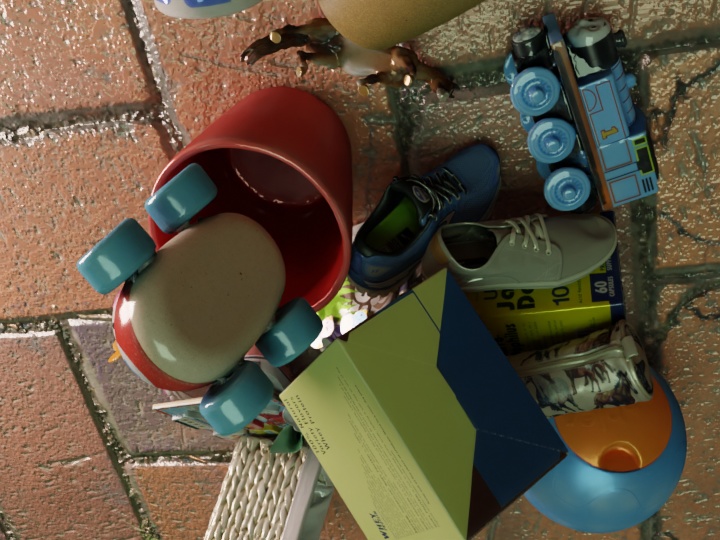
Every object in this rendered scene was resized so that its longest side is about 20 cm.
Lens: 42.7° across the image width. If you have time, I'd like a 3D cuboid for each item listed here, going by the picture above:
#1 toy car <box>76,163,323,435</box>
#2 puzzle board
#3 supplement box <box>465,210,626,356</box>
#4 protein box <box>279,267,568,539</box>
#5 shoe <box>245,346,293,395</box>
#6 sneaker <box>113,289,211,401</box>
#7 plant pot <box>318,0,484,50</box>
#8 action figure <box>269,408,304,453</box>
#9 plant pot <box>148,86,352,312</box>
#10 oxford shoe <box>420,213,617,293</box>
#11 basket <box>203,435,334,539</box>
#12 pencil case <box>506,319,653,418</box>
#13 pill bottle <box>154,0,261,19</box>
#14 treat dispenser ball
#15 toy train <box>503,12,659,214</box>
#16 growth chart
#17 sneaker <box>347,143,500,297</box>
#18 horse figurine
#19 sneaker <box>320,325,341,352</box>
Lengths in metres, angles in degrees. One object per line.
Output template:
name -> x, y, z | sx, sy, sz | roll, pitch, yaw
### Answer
toy car -> -0.172, 0.047, 0.817 | 0.199, 0.177, 0.185 | -29, 106, 41
puzzle board -> -0.144, 0.185, 1.147 | 0.148, 0.018, 0.200 | -10, 157, 17
supplement box -> 0.171, 0.022, 0.960 | 0.196, 0.111, 0.110 | -7, 148, 15
protein box -> 0.050, 0.143, 0.870 | 0.200, 0.134, 0.200 | 56, 152, 7
shoe -> -0.113, 0.113, 1.127 | 0.070, 0.093, 0.201 | -6, 154, 6
sneaker -> -0.209, 0.093, 1.121 | 0.087, 0.082, 0.201 | -22, 119, 26
plant pot -> 0.052, -0.280, 0.761 | 0.185, 0.188, 0.200 | 35, 139, -15
action figure -> -0.047, 0.151, 1.075 | 0.117, 0.200, 0.055 | -27, 90, 3
plant pot -> -0.090, -0.080, 0.914 | 0.196, 0.179, 0.203 | 6, 127, 7
oxford shoe -> 0.154, -0.023, 0.873 | 0.196, 0.076, 0.058 | -8, 141, -9
basket -> -0.120, 0.330, 1.191 | 0.121, 0.203, 0.136 | 12, 148, 11
pencil case -> 0.192, 0.107, 0.916 | 0.198, 0.079, 0.089 | -19, 156, 32
pill bottle -> -0.143, -0.331, 0.784 | 0.111, 0.115, 0.203 | 0, 126, 10
treat dispenser ball -> 0.258, 0.185, 1.023 | 0.197, 0.202, 0.204 | 5, 126, 7
toy train -> 0.209, -0.147, 0.871 | 0.112, 0.087, 0.202 | -19, 121, 13
growth chart -> 0.000, 0.000, 0.986 | 0.198, 0.147, 0.018 | -23, 143, 27
sneaker -> 0.068, -0.059, 0.900 | 0.078, 0.200, 0.090 | 42, 161, 17
horse figurine -> -0.008, -0.198, 0.863 | 0.197, 0.133, 0.051 | 18, 115, 10
sneaker -> 0.000, 0.074, 1.075 | 0.199, 0.081, 0.083 | 40, 107, -23
